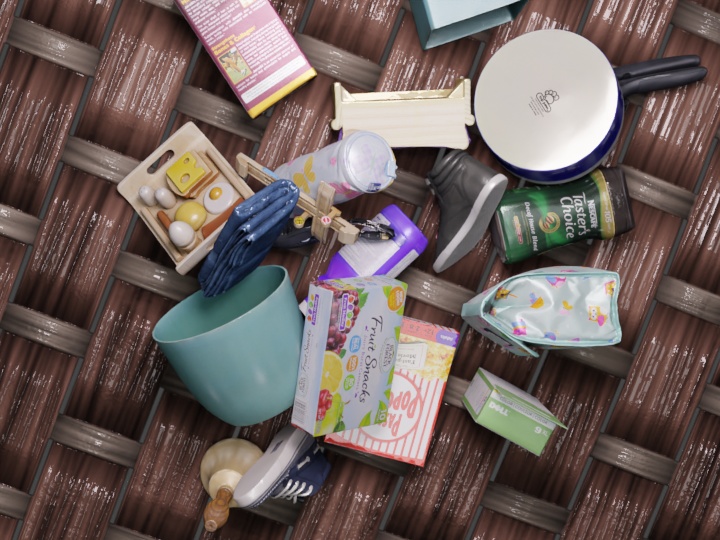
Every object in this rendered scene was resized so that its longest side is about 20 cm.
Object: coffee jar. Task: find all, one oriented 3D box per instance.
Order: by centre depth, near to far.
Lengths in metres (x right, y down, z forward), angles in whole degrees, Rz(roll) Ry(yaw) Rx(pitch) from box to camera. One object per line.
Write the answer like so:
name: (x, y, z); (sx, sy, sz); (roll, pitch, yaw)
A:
coffee jar: (0.285, -0.081, 1.695); (0.198, 0.085, 0.105); (-14, 96, -3)

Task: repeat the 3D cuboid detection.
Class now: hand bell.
hand bell: (-0.186, 0.312, 1.633); (0.103, 0.200, 0.105); (1, 101, 3)

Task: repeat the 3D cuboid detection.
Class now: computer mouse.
computer mouse: (-0.049, -0.047, 1.658); (0.198, 0.059, 0.034); (0, 63, 22)

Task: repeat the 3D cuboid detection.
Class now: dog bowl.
dog bowl: (0.258, -0.223, 1.639); (0.198, 0.079, 0.202); (-2, 82, 16)

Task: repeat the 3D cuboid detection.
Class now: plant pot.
plant pot: (0.125, -0.429, 1.629); (0.140, 0.141, 0.201); (-18, 89, -2)
plant pot: (-0.157, 0.112, 1.631); (0.199, 0.201, 0.162); (-25, 108, -1)

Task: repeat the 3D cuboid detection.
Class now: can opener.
can opener: (0.395, -0.272, 1.706); (0.199, 0.079, 0.064); (-19, 58, -5)

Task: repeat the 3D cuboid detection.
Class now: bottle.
bottle: (0.000, 0.000, 1.684); (0.200, 0.065, 0.084); (-44, 54, 0)

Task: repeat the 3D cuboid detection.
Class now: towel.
towel: (-0.146, -0.039, 1.577); (0.049, 0.200, 0.112); (47, 56, 7)

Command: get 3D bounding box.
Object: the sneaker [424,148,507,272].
sneaker: (0.127, -0.089, 1.670); (0.071, 0.201, 0.099); (-28, 65, -39)

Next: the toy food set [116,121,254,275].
toy food set: (-0.236, -0.102, 1.620); (0.143, 0.060, 0.200); (-42, 53, 0)

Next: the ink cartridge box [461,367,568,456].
ink cartridge box: (0.209, 0.199, 1.658); (0.103, 0.200, 0.060); (29, 93, -6)

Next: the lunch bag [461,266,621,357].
lunch bag: (0.246, 0.058, 1.663); (0.198, 0.170, 0.123); (-3, 88, -4)

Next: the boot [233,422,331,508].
boot: (-0.099, 0.289, 1.653); (0.072, 0.200, 0.091); (-28, 100, 31)

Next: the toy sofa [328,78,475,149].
toy sofa: (0.055, -0.216, 1.667); (0.198, 0.083, 0.098); (-3, 99, -4)

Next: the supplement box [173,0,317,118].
supplement box: (-0.158, -0.320, 1.639); (0.110, 0.086, 0.201); (-33, 97, 0)

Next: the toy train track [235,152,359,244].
toy train track: (-0.091, -0.090, 1.590); (0.199, 0.115, 0.033); (34, 56, 15)

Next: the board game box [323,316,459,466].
board game box: (0.043, 0.164, 1.720); (0.150, 0.046, 0.202); (14, 94, -5)

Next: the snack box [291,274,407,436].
snack box: (-0.015, 0.112, 1.611); (0.142, 0.053, 0.202); (-6, 109, -45)

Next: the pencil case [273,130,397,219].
pencil case: (-0.040, -0.126, 1.612); (0.090, 0.199, 0.084); (-1, 81, -39)
